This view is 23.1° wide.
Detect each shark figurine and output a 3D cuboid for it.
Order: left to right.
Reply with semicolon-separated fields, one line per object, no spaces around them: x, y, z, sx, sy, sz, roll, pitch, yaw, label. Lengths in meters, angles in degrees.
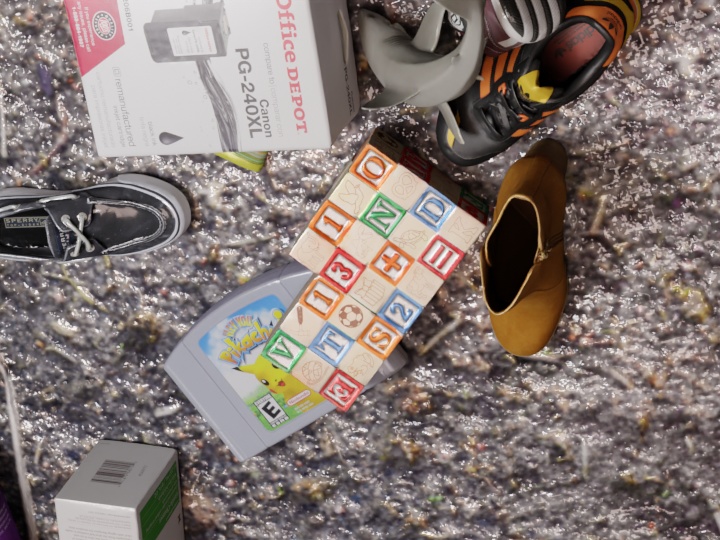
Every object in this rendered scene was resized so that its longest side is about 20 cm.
0.042;-0.147;1.278;0.128;0.089;0.214;67;160;-3;shark figurine

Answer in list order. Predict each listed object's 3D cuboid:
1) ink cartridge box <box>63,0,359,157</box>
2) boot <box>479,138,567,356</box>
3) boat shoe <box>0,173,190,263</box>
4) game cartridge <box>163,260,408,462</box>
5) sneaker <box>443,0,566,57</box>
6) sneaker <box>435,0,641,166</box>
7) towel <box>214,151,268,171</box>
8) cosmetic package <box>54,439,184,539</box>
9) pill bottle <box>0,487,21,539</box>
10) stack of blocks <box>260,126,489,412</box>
-0.113;-0.172;1.367;0.199;0.083;0.146;-1;116;16;ink cartridge box
0.119;0.006;1.364;0.071;0.144;0.202;12;119;13;boot
-0.245;-0.038;1.506;0.199;0.068;0.072;1;116;18;boat shoe
-0.073;0.073;1.525;0.200;0.040;0.133;-33;98;29;game cartridge
0.075;-0.248;1.294;0.115;0.075;0.201;-30;75;65;sneaker
0.122;-0.141;1.319;0.070;0.090;0.200;46;120;-7;sneaker
-0.086;-0.178;1.415;0.086;0.018;0.200;25;120;1;towel
-0.218;0.271;1.630;0.085;0.108;0.201;5;119;15;cosmetic package
-0.390;0.236;1.666;0.112;0.112;0.201;-6;113;21;pill bottle
0.000;0.000;1.423;0.115;0.059;0.200;34;109;-5;stack of blocks
